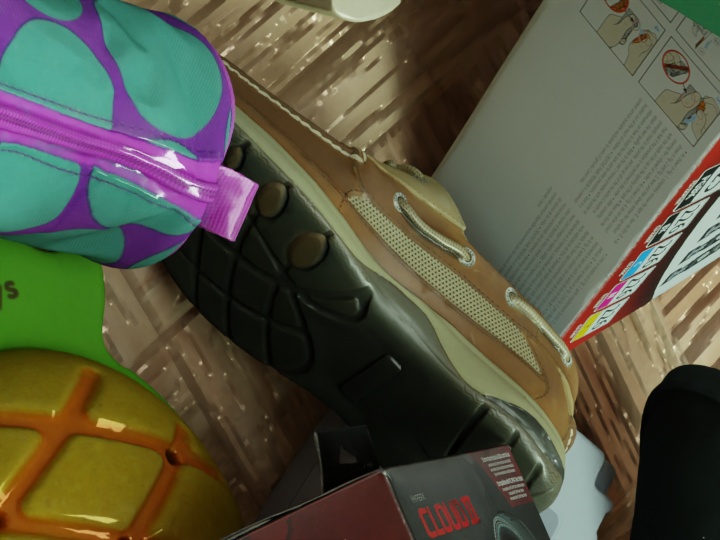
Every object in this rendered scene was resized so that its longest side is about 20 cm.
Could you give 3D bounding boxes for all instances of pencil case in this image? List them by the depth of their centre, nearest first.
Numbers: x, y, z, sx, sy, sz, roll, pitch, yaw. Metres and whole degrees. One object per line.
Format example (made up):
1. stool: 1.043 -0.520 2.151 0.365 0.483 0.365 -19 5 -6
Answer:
1. pencil case: -0.118 -0.051 0.669 0.200 0.092 0.086 12 102 -58

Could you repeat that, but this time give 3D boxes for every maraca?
1. maraca: -0.103 0.076 0.733 0.137 0.107 0.201 -18 82 -39

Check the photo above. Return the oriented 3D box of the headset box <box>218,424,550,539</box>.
1. headset box: 0.028 0.142 0.710 0.201 0.077 0.149 67 15 9

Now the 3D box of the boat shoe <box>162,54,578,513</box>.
1. boat shoe: 0.000 0.000 0.812 0.200 0.075 0.074 47 44 -15

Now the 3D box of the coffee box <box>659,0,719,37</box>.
1. coffee box: 0.146 -0.113 0.704 0.199 0.044 0.124 30 58 -10

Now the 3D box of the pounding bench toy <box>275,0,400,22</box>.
1. pounding bench toy: 0.021 -0.197 0.771 0.200 0.124 0.157 -44 122 -25

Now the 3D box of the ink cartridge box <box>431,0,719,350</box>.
1. ink cartridge box: 0.137 -0.082 0.836 0.175 0.200 0.084 -29 73 -32

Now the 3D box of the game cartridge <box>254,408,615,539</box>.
1. game cartridge: 0.010 0.128 0.873 0.133 0.040 0.201 42 71 -39

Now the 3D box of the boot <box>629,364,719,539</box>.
1. boot: 0.106 0.155 0.902 0.162 0.073 0.199 -46 144 -35
